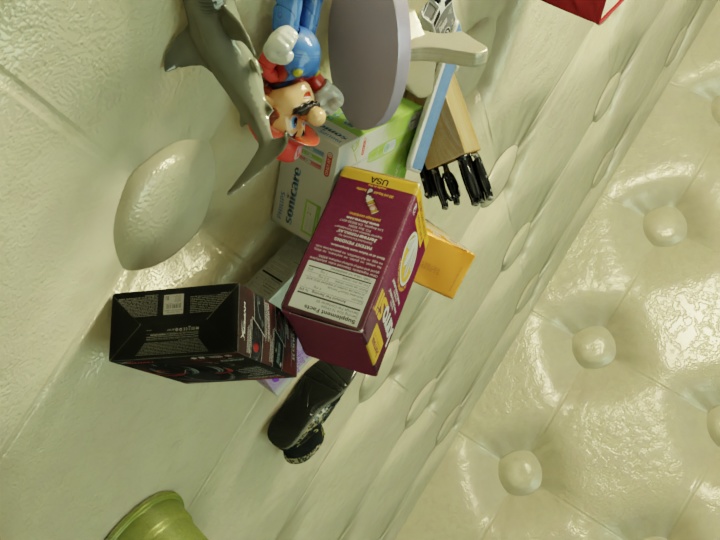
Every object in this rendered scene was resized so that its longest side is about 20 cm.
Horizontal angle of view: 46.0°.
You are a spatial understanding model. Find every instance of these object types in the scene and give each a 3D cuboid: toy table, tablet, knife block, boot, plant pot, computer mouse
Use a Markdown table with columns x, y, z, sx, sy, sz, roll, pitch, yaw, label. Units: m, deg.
| x | y | z | sx | sy | sz | roll | pitch | yaw | label |
| --- | --- | --- | --- | --- | --- | --- | --- | --- | --- |
| 0.044 | -0.270 | 0.977 | 0.116 | 0.184 | 0.201 | -24 | 152 | -29 | toy table |
| 0.102 | -0.232 | 1.155 | 0.130 | 0.014 | 0.202 | -23 | 131 | -79 | tablet |
| 0.140 | -0.198 | 1.256 | 0.064 | 0.175 | 0.202 | -23 | 138 | -58 | knife block |
| -0.078 | 0.245 | 1.489 | 0.204 | 0.073 | 0.154 | -48 | 159 | -19 | boot |
| -0.256 | 0.448 | 1.186 | 0.200 | 0.183 | 0.201 | -47 | 155 | -29 | plant pot |
| 0.093 | -0.347 | 1.145 | 0.110 | 0.044 | 0.201 | -58 | 155 | -21 | computer mouse |

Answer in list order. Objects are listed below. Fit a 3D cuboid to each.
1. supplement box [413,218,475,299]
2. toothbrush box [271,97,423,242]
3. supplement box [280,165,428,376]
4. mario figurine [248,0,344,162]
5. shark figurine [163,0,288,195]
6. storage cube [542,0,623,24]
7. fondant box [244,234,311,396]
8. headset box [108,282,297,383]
| x | y | z | sx | sy | sz | roll | pitch | yaw | label |
| --- | --- | --- | --- | --- | --- | --- | --- | --- | --- |
| 0.066 | -0.043 | 1.225 | 0.074 | 0.125 | 0.200 | -63 | -158 | 8 | supplement box |
| -0.016 | -0.141 | 1.103 | 0.200 | 0.086 | 0.147 | -33 | 146 | -48 | toothbrush box |
| 0.000 | 0.000 | 1.001 | 0.131 | 0.102 | 0.202 | 73 | 36 | -61 | supplement box |
| -0.055 | -0.209 | 0.888 | 0.122 | 0.106 | 0.202 | 0 | 116 | -26 | mario figurine |
| -0.132 | -0.181 | 0.770 | 0.089 | 0.217 | 0.128 | -20 | -172 | -1 | shark figurine |
| 0.345 | -0.518 | 1.302 | 0.200 | 0.179 | 0.172 | -44 | 154 | -34 | storage cube |
| -0.090 | 0.049 | 1.148 | 0.200 | 0.058 | 0.145 | -46 | 139 | -17 | fondant box |
| -0.163 | 0.078 | 0.948 | 0.200 | 0.147 | 0.076 | 46 | 42 | -69 | headset box |
